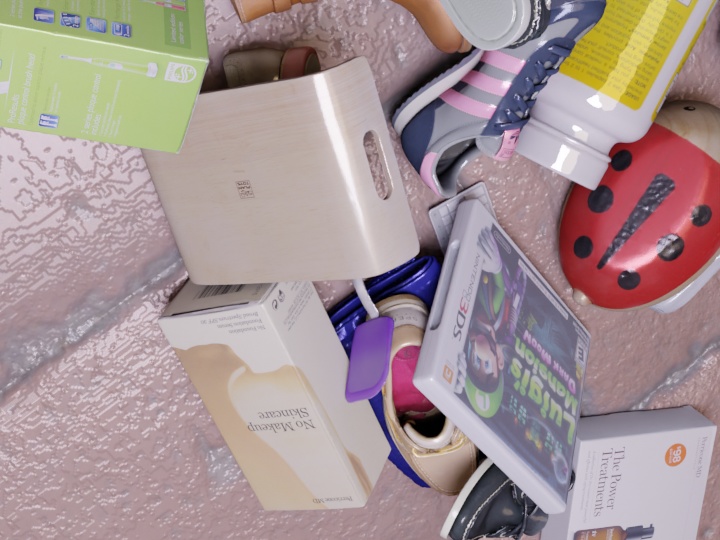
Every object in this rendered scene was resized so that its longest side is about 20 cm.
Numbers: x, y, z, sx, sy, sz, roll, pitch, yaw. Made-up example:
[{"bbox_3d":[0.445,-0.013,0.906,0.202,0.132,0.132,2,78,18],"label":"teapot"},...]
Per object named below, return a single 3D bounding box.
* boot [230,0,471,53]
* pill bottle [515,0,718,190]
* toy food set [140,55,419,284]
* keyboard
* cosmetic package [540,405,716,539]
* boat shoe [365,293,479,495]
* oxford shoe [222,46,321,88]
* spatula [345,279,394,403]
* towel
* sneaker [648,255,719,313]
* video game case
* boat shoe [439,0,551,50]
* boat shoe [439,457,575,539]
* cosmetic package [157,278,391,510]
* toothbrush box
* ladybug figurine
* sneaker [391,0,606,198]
[{"bbox_3d":[-0.019,-0.216,0.777,0.154,0.074,0.200,-33,104,-6],"label":"boot"},{"bbox_3d":[0.195,-0.170,0.843,0.111,0.111,0.201,22,101,-24],"label":"pill bottle"},{"bbox_3d":[-0.066,-0.068,0.764,0.060,0.199,0.144,-44,124,-50],"label":"toy food set"},{"bbox_3d":[0.114,0.021,0.943,0.056,0.011,0.201,-26,116,-8],"label":"keyboard"},{"bbox_3d":[0.256,0.237,1.050,0.150,0.052,0.201,-4,111,-20],"label":"cosmetic package"},{"bbox_3d":[0.053,0.117,0.872,0.073,0.069,0.200,-21,120,4],"label":"boat shoe"},{"bbox_3d":[-0.066,-0.075,0.827,0.074,0.071,0.201,6,116,12],"label":"oxford shoe"},{"bbox_3d":[0.000,0.000,0.836,0.020,0.056,0.201,2,77,-35],"label":"spatula"},{"bbox_3d":[0.054,0.089,0.926,0.147,0.050,0.200,-34,118,12],"label":"towel"},{"bbox_3d":[0.308,-0.053,0.946,0.071,0.073,0.200,36,96,-30],"label":"sneaker"},{"bbox_3d":[0.125,0.070,0.882,0.023,0.182,0.200,-15,132,37],"label":"video game case"},{"bbox_3d":[0.063,-0.239,0.726,0.060,0.075,0.201,-21,88,-53],"label":"boat shoe"},{"bbox_3d":[0.134,0.196,0.921,0.075,0.066,0.199,-63,158,14],"label":"boat shoe"},{"bbox_3d":[-0.064,0.093,0.850,0.105,0.071,0.200,-10,119,30],"label":"cosmetic package"},{"bbox_3d":[-0.204,-0.166,0.679,0.199,0.146,0.086,7,139,-22],"label":"toothbrush box"},{"bbox_3d":[0.241,-0.052,0.896,0.136,0.072,0.200,34,98,14],"label":"ladybug figurine"},{"bbox_3d":[0.112,-0.129,0.798,0.070,0.082,0.200,-2,152,-45],"label":"sneaker"}]
